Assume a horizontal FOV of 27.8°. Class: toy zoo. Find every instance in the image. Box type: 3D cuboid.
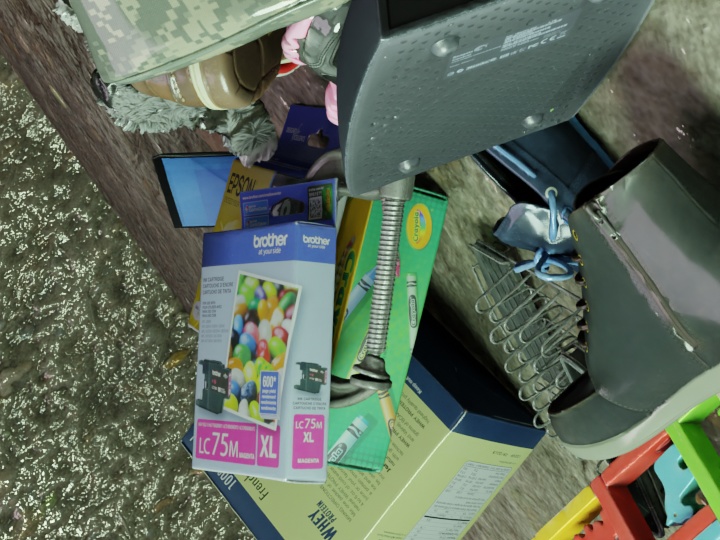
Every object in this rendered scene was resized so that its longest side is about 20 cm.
[{"bbox_3d":[0.161,0.163,0.775,0.020,0.200,0.131,9,-137,-39],"label":"toy zoo"}]

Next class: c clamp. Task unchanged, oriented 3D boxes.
[{"bbox_3d":[0.000,0.000,0.946,0.171,0.027,0.201,22,104,49],"label":"c clamp"}]

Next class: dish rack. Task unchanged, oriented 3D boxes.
[{"bbox_3d":[0.131,0.065,0.932,0.200,0.055,0.154,37,159,54],"label":"dish rack"}]

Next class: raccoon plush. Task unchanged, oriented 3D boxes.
[{"bbox_3d":[-0.149,-0.156,1.026,0.134,0.097,0.200,56,178,33],"label":"raccoon plush"}]

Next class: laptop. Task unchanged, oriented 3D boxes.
[{"bbox_3d":[-0.089,-0.030,1.374,0.200,0.103,0.177,50,168,15],"label":"laptop"}]

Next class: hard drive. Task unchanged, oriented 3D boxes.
[{"bbox_3d":[0.051,-0.094,0.622,0.200,0.135,0.042,103,146,-76],"label":"hard drive"}]

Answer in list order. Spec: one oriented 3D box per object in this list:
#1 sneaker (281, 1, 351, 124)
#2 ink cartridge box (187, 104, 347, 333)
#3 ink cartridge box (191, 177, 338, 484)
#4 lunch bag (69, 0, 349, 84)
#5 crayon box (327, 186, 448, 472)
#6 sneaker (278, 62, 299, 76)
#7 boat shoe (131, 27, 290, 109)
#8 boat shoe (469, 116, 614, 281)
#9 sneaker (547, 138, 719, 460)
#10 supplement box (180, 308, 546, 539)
[{"bbox_3d":[0.021,-0.110,0.804,0.095,0.079,0.200,39,179,16],"label":"sneaker"},{"bbox_3d":[-0.067,-0.031,1.109,0.047,0.201,0.198,12,-176,-21],"label":"ink cartridge box"},{"bbox_3d":[-0.066,0.039,0.983,0.119,0.042,0.201,-3,81,52],"label":"ink cartridge box"},{"bbox_3d":[-0.066,-0.194,0.631,0.168,0.139,0.200,66,-155,-17],"label":"lunch bag"},{"bbox_3d":[-0.005,0.034,1.050,0.058,0.201,0.119,14,180,-19],"label":"crayon box"},{"bbox_3d":[-0.091,-0.214,0.970,0.108,0.067,0.202,44,168,35],"label":"sneaker"},{"bbox_3d":[-0.070,-0.146,0.817,0.202,0.075,0.075,-50,-46,-61],"label":"boat shoe"},{"bbox_3d":[0.094,-0.035,0.757,0.200,0.069,0.084,52,168,9],"label":"boat shoe"},{"bbox_3d":[0.125,0.013,0.677,0.106,0.075,0.200,44,146,1],"label":"sneaker"},{"bbox_3d":[0.000,0.136,1.182,0.200,0.200,0.134,45,-165,35],"label":"supplement box"}]
